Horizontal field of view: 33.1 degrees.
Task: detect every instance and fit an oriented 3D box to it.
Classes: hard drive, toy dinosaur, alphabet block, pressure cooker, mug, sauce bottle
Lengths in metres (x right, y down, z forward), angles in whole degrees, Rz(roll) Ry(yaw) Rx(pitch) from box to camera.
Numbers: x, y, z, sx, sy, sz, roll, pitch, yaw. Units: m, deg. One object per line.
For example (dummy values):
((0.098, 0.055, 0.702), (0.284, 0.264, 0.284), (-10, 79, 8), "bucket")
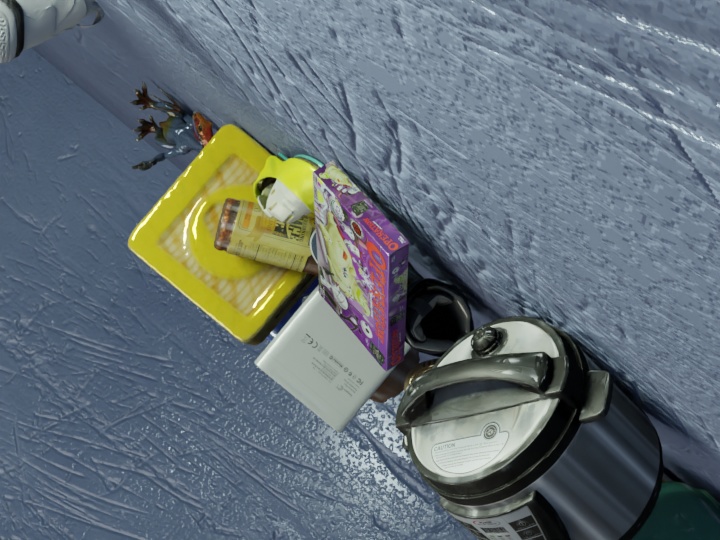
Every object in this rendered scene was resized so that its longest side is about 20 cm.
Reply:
((-0.010, 0.072, 1.415), (0.132, 0.200, 0.027), (41, 176, -13), "hard drive")
((-0.246, -0.206, 1.694), (0.181, 0.105, 0.200), (23, -155, 31), "toy dinosaur")
((-0.144, -0.037, 1.498), (0.195, 0.197, 0.200), (38, 176, 3), "alphabet block")
((0.135, 0.138, 1.021), (0.200, 0.176, 0.179), (44, -175, -31), "pressure cooker")
((0.336, 0.301, 1.210), (0.185, 0.114, 0.152), (52, 180, 9), "mug")
((-0.063, -0.030, 1.362), (0.200, 0.066, 0.066), (13, 180, -9), "sauce bottle")

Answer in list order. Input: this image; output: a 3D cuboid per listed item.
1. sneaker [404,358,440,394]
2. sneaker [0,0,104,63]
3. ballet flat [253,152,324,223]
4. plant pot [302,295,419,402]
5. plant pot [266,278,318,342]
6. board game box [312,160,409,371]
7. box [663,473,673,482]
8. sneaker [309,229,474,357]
((0.150, 0.138, 1.229), (0.200, 0.070, 0.108), (6, 166, 21), "sneaker")
((-0.281, -0.281, 1.005), (0.075, 0.115, 0.200), (34, 138, 51), "sneaker")
((-0.073, -0.082, 1.264), (0.067, 0.067, 0.200), (44, 175, -18), "ballet flat")
((-0.006, 0.141, 2.282), (0.198, 0.200, 0.200), (34, 179, -28), "plant pot")
((-0.061, 0.061, 1.893), (0.200, 0.180, 0.200), (39, 175, 13), "plant pot")
((0.000, 0.000, 1.157), (0.120, 0.032, 0.200), (44, 155, 27), "board game box")
((0.283, 0.254, 1.348), (0.200, 0.113, 0.101), (40, 177, 4), "box")
((0.034, 0.016, 1.249), (0.202, 0.077, 0.146), (37, 180, -1), "sneaker")
